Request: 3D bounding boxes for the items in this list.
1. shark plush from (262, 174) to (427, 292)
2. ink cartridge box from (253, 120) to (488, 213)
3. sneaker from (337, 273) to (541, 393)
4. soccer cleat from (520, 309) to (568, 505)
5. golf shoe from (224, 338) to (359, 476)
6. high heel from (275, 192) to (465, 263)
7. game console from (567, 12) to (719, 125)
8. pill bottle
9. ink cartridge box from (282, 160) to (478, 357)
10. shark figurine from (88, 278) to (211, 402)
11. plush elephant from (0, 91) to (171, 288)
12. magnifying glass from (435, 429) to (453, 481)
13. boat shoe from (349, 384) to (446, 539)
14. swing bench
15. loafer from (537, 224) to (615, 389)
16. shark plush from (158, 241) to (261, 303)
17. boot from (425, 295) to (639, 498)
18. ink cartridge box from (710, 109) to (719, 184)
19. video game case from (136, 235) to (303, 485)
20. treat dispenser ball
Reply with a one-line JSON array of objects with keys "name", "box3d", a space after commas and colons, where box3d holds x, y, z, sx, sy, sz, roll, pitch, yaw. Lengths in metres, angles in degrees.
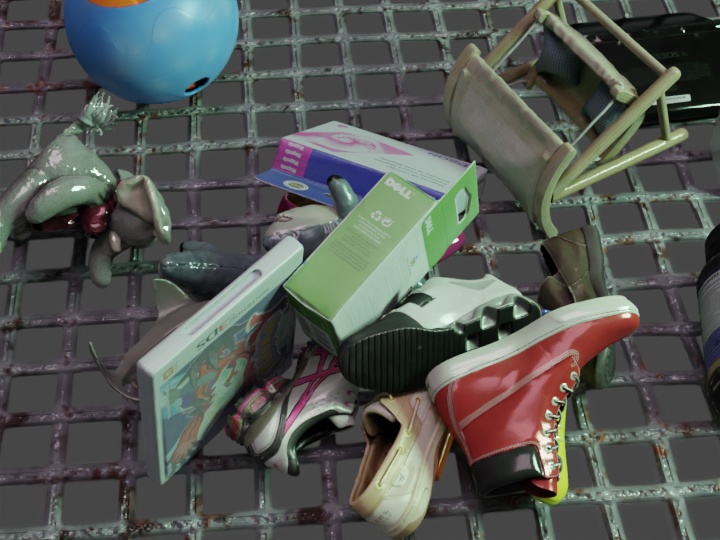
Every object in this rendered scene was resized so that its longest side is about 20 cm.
[{"name": "shark plush", "box3d": [0.000, 0.000, 1.203, 0.200, 0.091, 0.083, 39, 46, -16]}, {"name": "ink cartridge box", "box3d": [0.016, -0.104, 1.308, 0.196, 0.043, 0.200, 20, 20, 15]}, {"name": "sneaker", "box3d": [0.059, 0.051, 1.127, 0.200, 0.074, 0.089, -13, 37, -25]}, {"name": "soccer cleat", "box3d": [0.165, 0.120, 1.133, 0.065, 0.084, 0.200, 26, 40, -28]}, {"name": "golf shoe", "box3d": [-0.029, 0.114, 1.155, 0.092, 0.073, 0.200, 36, 62, 21]}, {"name": "high heel", "box3d": [0.013, -0.046, 1.278, 0.200, 0.096, 0.067, -8, 49, -7]}, {"name": "game console", "box3d": [0.352, -0.252, 1.519, 0.200, 0.116, 0.176, -8, 79, -7]}, {"name": "pill bottle", "box3d": [0.387, 0.045, 1.191, 0.112, 0.112, 0.200, 5, 48, 4]}, {"name": "ink cartridge box", "box3d": [0.023, -0.020, 1.119, 0.059, 0.104, 0.200, 36, 74, 22]}, {"name": "shark figurine", "box3d": [-0.183, 0.054, 1.139, 0.128, 0.090, 0.214, -13, 11, 46]}, {"name": "plush elephant", "box3d": [-0.274, -0.060, 1.266, 0.155, 0.165, 0.200, 41, 88, -9]}, {"name": "magnifying glass", "box3d": [0.093, 0.109, 1.169, 0.022, 0.080, 0.200, 36, 57, -24]}, {"name": "boat shoe", "box3d": [0.034, 0.142, 1.114, 0.069, 0.074, 0.200, 29, 46, -19]}, {"name": "swing bench", "box3d": [0.215, -0.180, 1.344, 0.200, 0.130, 0.199, -35, 55, -3]}, {"name": "loafer", "box3d": [0.214, 0.039, 1.231, 0.071, 0.073, 0.200, -6, 43, 8]}, {"name": "shark plush", "box3d": [-0.101, 0.015, 1.223, 0.200, 0.083, 0.091, 12, 67, -9]}, {"name": "boot", "box3d": [0.175, 0.116, 1.071, 0.200, 0.072, 0.144, -26, 61, -2]}, {"name": "ink cartridge box", "box3d": [0.503, -0.156, 1.349, 0.200, 0.147, 0.083, 1, 49, 2]}, {"name": "video game case", "box3d": [-0.122, 0.084, 1.089, 0.023, 0.200, 0.182, 37, 59, 18]}, {"name": "treat dispenser ball", "box3d": [-0.243, -0.294, 1.428, 0.201, 0.201, 0.201, 0, 48, 0]}]
